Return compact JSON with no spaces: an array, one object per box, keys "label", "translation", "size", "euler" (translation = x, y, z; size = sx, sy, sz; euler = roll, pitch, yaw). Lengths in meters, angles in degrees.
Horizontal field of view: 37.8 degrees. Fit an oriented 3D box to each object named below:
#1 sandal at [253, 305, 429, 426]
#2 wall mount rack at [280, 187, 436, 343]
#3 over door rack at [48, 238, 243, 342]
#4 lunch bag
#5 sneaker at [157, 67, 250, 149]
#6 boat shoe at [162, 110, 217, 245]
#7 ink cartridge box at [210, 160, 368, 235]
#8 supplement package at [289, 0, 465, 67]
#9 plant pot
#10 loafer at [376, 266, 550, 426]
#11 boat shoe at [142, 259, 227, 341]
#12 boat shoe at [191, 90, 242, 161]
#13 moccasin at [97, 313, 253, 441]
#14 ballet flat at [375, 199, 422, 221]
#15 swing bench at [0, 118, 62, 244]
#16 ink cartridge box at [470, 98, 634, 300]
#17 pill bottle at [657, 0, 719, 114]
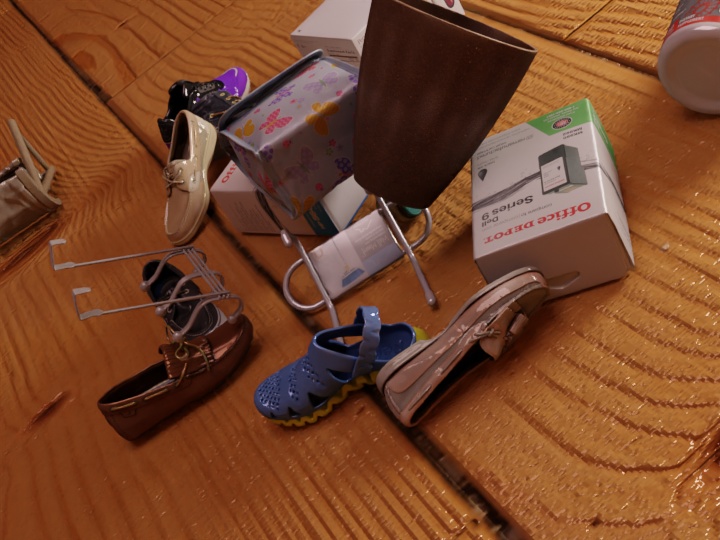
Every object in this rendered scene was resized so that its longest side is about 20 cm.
[{"label":"sandal","translation":[-0.030,0.093,1.095],"size":[0.199,0.087,0.080],"euler":[-28,42,13]},{"label":"wall mount rack","translation":[0.000,0.000,1.196],"size":[0.199,0.075,0.175],"euler":[-32,73,9]},{"label":"over door rack","translation":[-0.254,0.023,1.223],"size":[0.148,0.198,0.067],"euler":[42,123,53]},{"label":"lunch bag","translation":[-0.077,-0.175,1.274],"size":[0.169,0.128,0.200],"euler":[-36,30,-8]},{"label":"sneaker","translation":[-0.257,-0.278,1.702],"size":[0.069,0.100,0.201],"euler":[7,53,41]},{"label":"boat shoe","translation":[-0.260,-0.136,1.530],"size":[0.072,0.065,0.202],"euler":[-7,65,36]},{"label":"ink cartridge box","translation":[-0.081,-0.127,1.397],"size":[0.198,0.085,0.147],"euler":[4,50,40]},{"label":"supplement package","translation":[0.026,-0.367,1.569],"size":[0.200,0.111,0.155],"euler":[-49,37,-19]},{"label":"plant pot","translation":[0.067,-0.177,1.140],"size":[0.187,0.185,0.202],"euler":[49,122,55]},{"label":"loafer","translation":[0.109,0.078,1.027],"size":[0.199,0.072,0.063],"euler":[-37,51,8]},{"label":"boat shoe","translation":[-0.231,0.037,1.343],"size":[0.070,0.066,0.200],"euler":[-38,35,-5]},{"label":"boat shoe","translation":[-0.184,-0.237,1.597],"size":[0.198,0.071,0.092],"euler":[-14,68,29]},{"label":"moccasin","translation":[-0.215,0.113,1.230],"size":[0.200,0.078,0.074],"euler":[-32,32,1]},{"label":"ballet flat","translation":[0.080,-0.139,1.301],"size":[0.070,0.071,0.201],"euler":[6,52,43]},{"label":"swing bench","translation":[-0.630,-0.119,1.808],"size":[0.198,0.130,0.201],"euler":[-33,40,2]},{"label":"ink cartridge box","translation":[0.196,-0.070,1.102],"size":[0.145,0.084,0.201],"euler":[-20,37,21]},{"label":"pill bottle","translation":[0.402,-0.276,1.148],"size":[0.115,0.116,0.201],"euler":[-2,46,37]}]
